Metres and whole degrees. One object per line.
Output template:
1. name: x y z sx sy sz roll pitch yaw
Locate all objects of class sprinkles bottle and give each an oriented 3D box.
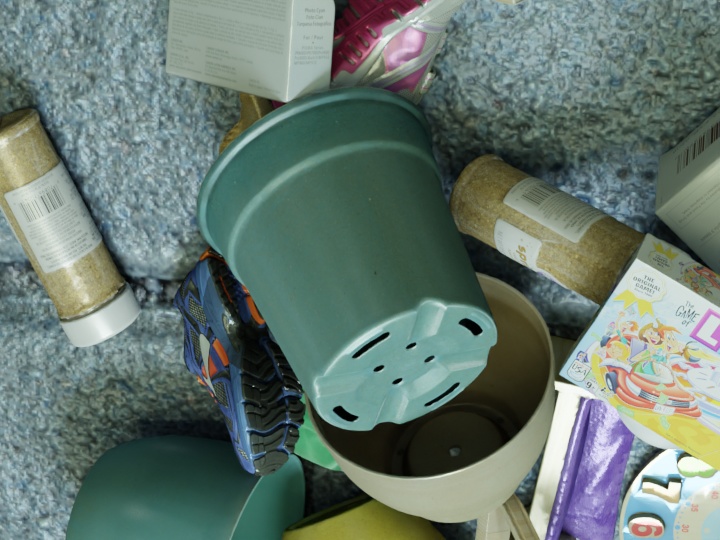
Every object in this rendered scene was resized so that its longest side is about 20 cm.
1. sprinkles bottle: 0.162 -0.023 1.488 0.199 0.068 0.069 31 122 34
2. sprinkles bottle: -0.258 -0.036 1.615 0.068 0.068 0.201 -20 109 17

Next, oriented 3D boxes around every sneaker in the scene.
1. sneaker: 0.025 -0.178 1.503 0.200 0.082 0.088 -41 134 11
2. sneaker: -0.106 0.081 1.609 0.078 0.075 0.201 -34 61 38

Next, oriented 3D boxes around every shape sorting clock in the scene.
1. shape sorting clock: 0.323 0.228 1.647 0.198 0.039 0.202 3 114 6

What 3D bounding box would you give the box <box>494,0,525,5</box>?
1. box: 0.049 -0.267 1.414 0.199 0.078 0.096 16 118 29

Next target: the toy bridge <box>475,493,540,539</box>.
1. toy bridge: 0.112 0.214 1.607 0.027 0.200 0.068 -4 111 -29

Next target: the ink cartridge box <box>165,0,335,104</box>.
1. ink cartridge box: -0.082 -0.239 1.466 0.160 0.047 0.202 19 108 47

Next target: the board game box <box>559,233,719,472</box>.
1. board game box: 0.261 0.076 1.386 0.199 0.034 0.135 31 133 4

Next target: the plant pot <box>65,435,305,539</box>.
1. plant pot: -0.159 0.234 1.656 0.160 0.201 0.202 15 116 18

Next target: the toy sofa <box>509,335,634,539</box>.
1. toy sofa: 0.185 0.164 1.621 0.097 0.083 0.201 13 116 4

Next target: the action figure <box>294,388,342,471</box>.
1. action figure: 0.010 0.078 1.628 0.117 0.055 0.201 21 109 1

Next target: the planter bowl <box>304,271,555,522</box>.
1. planter bowl: 0.066 0.119 1.535 0.198 0.201 0.135 -5 140 12

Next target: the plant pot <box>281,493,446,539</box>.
1. plant pot: 0.003 0.274 1.658 0.199 0.200 0.143 -22 89 18

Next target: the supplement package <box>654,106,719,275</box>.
1. supplement package: 0.339 -0.036 1.484 0.200 0.117 0.117 43 115 -10

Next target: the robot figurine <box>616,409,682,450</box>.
1. robot figurine: 0.279 0.088 1.523 0.199 0.170 0.113 8 122 -36

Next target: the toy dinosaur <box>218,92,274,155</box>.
1. toy dinosaur: -0.070 -0.107 1.557 0.100 0.058 0.201 -4 113 13

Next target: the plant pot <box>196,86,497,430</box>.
1. plant pot: 0.000 0.000 1.448 0.199 0.197 0.201 -18 145 -13
